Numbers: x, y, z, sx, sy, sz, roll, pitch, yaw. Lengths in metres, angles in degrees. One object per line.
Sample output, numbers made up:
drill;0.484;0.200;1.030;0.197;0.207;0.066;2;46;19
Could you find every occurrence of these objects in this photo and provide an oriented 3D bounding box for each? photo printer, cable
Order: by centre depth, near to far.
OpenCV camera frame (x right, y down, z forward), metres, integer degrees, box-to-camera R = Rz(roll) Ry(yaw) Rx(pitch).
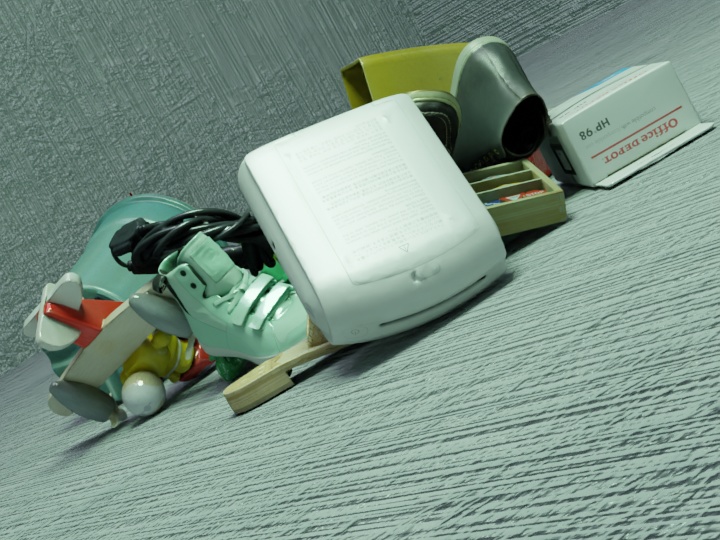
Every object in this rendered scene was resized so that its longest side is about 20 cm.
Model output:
photo printer;0.012;-0.037;1.254;0.165;0.201;0.070;-23;-39;-11
cable;-0.153;-0.020;1.572;0.162;0.051;0.199;10;-15;-28

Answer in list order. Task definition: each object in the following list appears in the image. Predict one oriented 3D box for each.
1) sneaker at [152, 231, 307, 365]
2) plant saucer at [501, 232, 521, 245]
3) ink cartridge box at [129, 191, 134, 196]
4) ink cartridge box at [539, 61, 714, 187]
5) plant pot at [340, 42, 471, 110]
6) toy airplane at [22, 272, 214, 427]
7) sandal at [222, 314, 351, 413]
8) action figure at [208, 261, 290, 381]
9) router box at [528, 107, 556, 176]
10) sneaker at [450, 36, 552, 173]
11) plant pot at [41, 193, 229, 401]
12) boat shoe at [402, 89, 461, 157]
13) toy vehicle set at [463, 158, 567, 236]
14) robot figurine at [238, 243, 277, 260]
sneaker;-0.107;0.021;1.432;0.199;0.119;0.074;-4;40;46
plant saucer;0.072;-0.024;1.453;0.200;0.039;0.201;-31;6;4
ink cartridge box;-0.327;-0.024;2.477;0.047;0.201;0.160;-29;6;-7
ink cartridge box;0.233;-0.133;1.447;0.115;0.067;0.200;-30;7;-3
plant pot;0.098;-0.181;1.934;0.175;0.202;0.200;-18;5;-6
toy airplane;-0.238;0.079;1.596;0.197;0.142;0.201;-18;-27;-3
sandal;-0.032;0.035;1.320;0.210;0.070;0.078;-32;8;-4
action figure;-0.096;0.049;1.581;0.117;0.055;0.200;-24;16;34
router box;0.108;-0.112;1.688;0.198;0.049;0.179;-8;17;30
sneaker;0.123;-0.106;1.486;0.074;0.202;0.107;-12;41;-15
plant pot;-0.270;0.042;1.865;0.199;0.201;0.196;-26;15;29
boat shoe;0.055;-0.096;1.447;0.072;0.066;0.200;-1;-23;-2
toy vehicle set;0.066;-0.048;1.364;0.198;0.027;0.124;-14;18;-6
robot figurine;-0.044;-0.051;1.751;0.175;0.116;0.200;-37;-7;6
